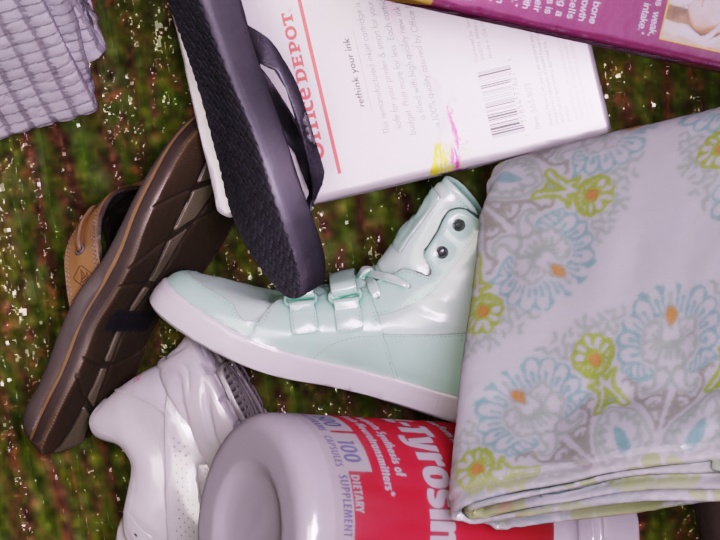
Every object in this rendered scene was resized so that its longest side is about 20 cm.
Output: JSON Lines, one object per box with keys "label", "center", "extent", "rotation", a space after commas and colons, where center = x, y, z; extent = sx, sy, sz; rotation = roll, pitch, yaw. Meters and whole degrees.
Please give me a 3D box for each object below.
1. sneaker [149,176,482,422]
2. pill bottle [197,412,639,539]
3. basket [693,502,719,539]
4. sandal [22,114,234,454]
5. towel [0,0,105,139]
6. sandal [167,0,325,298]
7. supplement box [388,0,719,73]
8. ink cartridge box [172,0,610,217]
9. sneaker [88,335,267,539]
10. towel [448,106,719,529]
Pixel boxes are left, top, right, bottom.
{"label": "sneaker", "center": [0.000, 0.000, 1.287], "extent": [0.200, 0.074, 0.118], "rotation": [14, 100, -6]}
{"label": "pill bottle", "center": [0.032, 0.129, 1.236], "extent": [0.200, 0.112, 0.112], "rotation": [5, 93, -31]}
{"label": "basket", "center": [0.232, 0.114, 1.243], "extent": [0.180, 0.136, 0.200], "rotation": [-14, 102, -37]}
{"label": "sandal", "center": [-0.124, 0.000, 1.309], "extent": [0.055, 0.082, 0.200], "rotation": [35, 102, 25]}
{"label": "towel", "center": [-0.222, -0.129, 1.248], "extent": [0.165, 0.200, 0.086], "rotation": [-17, 69, 2]}
{"label": "sandal", "center": [-0.049, -0.086, 1.225], "extent": [0.043, 0.076, 0.200], "rotation": [-17, 91, -19]}
{"label": "supplement box", "center": [0.110, -0.171, 1.183], "extent": [0.200, 0.103, 0.131], "rotation": [12, 94, -15]}
{"label": "ink cartridge box", "center": [0.017, -0.101, 1.285], "extent": [0.200, 0.068, 0.115], "rotation": [-13, 91, 5]}
{"label": "sneaker", "center": [-0.072, 0.138, 1.308], "extent": [0.099, 0.078, 0.200], "rotation": [-27, 84, 15]}
{"label": "towel", "center": [0.125, 0.020, 1.167], "extent": [0.171, 0.048, 0.200], "rotation": [-10, 57, 32]}
